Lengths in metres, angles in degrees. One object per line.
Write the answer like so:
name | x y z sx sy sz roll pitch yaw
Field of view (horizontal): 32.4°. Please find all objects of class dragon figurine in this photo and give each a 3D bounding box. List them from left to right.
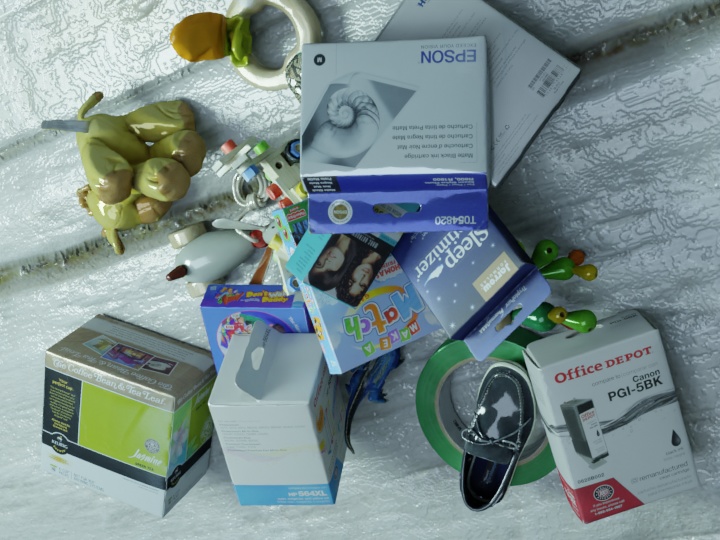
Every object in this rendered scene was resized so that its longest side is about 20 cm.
dragon figurine | 0.014 0.116 1.512 0.059 0.200 0.099 25 156 15

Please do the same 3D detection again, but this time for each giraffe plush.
giraffe plush | -0.295 -0.111 1.562 0.200 0.173 0.162 13 137 7

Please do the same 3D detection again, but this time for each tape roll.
tape roll | 0.168 0.164 1.516 0.200 0.048 0.201 9 114 20

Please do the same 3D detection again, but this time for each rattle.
rattle | -0.091 -0.247 1.416 0.200 0.143 0.130 37 102 13

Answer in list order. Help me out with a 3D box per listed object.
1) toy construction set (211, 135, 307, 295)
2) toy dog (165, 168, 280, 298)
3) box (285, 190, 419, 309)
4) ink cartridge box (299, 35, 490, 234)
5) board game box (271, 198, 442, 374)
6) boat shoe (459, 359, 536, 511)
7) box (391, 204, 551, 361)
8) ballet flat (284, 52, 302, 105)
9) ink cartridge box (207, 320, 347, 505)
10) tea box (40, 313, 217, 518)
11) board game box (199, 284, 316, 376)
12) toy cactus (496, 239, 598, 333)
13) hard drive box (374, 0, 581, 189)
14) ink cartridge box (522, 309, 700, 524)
toy construction set | -0.091 -0.082 1.479 0.200 0.131 0.092 55 159 -16
toy dog | -0.170 -0.025 1.560 0.200 0.096 0.132 -40 92 31
box | 0.007 -0.064 1.362 0.082 0.049 0.200 28 96 -33
ink cartridge box | 0.035 -0.140 1.291 0.199 0.041 0.200 -2 87 9
board game box | 0.000 0.000 1.447 0.037 0.151 0.200 -7 104 63
boat shoe | 0.160 0.200 1.471 0.074 0.062 0.200 19 115 18
box | 0.110 -0.013 1.351 0.121 0.032 0.200 -47 59 21
ballet flat | -0.013 -0.159 1.391 0.200 0.068 0.075 58 152 -11
ink cartridge box | -0.096 0.172 1.507 0.125 0.129 0.200 -1 129 12
tea box | -0.315 0.194 1.691 0.200 0.134 0.197 18 117 16
board game box | -0.116 0.108 1.573 0.134 0.045 0.200 1 129 11
toy cactus | 0.171 0.019 1.418 0.200 0.102 0.165 34 122 -1
hard drive box | 0.113 -0.208 1.343 0.200 0.077 0.156 37 97 6
ink cartridge box | 0.285 0.166 1.414 0.147 0.083 0.200 -19 104 0
